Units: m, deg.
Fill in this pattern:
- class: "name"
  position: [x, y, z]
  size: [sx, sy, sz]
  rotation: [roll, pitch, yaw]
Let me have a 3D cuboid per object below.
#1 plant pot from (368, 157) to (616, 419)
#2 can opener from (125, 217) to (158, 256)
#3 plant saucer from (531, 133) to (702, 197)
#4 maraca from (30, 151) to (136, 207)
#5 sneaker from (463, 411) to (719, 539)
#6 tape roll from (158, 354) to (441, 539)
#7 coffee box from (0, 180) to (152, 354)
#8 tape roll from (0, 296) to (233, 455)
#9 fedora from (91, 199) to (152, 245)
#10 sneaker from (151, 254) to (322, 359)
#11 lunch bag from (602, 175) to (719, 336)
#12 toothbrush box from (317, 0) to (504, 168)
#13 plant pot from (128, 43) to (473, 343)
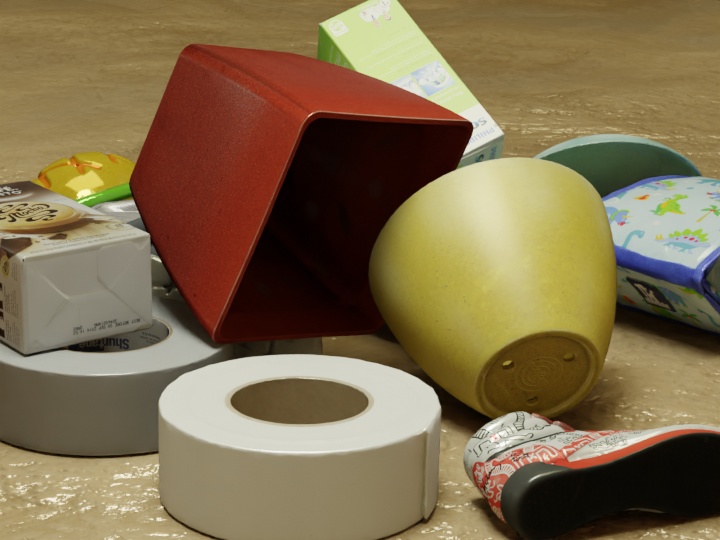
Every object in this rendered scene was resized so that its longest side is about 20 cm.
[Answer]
- class: "plant pot"
  position: [0.119, 0.035, 1.612]
  size: [0.199, 0.201, 0.142]
  rotation: [-3, 44, -15]
- class: "can opener"
  position: [-0.205, -0.017, 1.764]
  size: [0.199, 0.054, 0.067]
  rotation: [-20, -16, 17]
- class: "plant saucer"
  position: [0.228, -0.083, 1.992]
  size: [0.200, 0.201, 0.039]
  rotation: [-1, 59, -6]
- class: "maraca"
  position: [-0.274, -0.053, 1.958]
  size: [0.137, 0.107, 0.200]
  rotation: [-25, -4, 42]
- class: "sneaker"
  position: [0.172, 0.130, 1.452]
  size: [0.200, 0.068, 0.108]
  rotation: [-8, 21, -22]
- class: "tape roll"
  position: [-0.042, 0.123, 1.457]
  size: [0.201, 0.071, 0.203]
  rotation: [1, 16, 0]
- class: "coffee box"
  position: [-0.261, -0.007, 1.629]
  size: [0.113, 0.080, 0.200]
  rotation: [-12, 21, -35]
- class: "tape roll"
  position: [-0.198, 0.078, 1.606]
  size: [0.199, 0.067, 0.200]
  rotation: [1, 16, 0]
- class: "fedora"
  position: [-0.190, -0.013, 1.863]
  size: [0.199, 0.091, 0.177]
  rotation: [11, 19, 30]
- class: "sneaker"
  position: [-0.117, 0.038, 1.731]
  size: [0.199, 0.077, 0.082]
  rotation: [23, -9, 15]
- class: "lunch bag"
  position: [0.296, -0.014, 1.844]
  size: [0.199, 0.128, 0.170]
  rotation: [0, 13, -45]
- class: "toothbrush box"
  position: [0.043, -0.141, 1.979]
  size: [0.086, 0.146, 0.200]
  rotation: [-29, 64, -20]
- class: "plant pot"
  position: [-0.066, -0.076, 1.644]
  size: [0.176, 0.201, 0.199]
  rotation: [39, 25, 33]
